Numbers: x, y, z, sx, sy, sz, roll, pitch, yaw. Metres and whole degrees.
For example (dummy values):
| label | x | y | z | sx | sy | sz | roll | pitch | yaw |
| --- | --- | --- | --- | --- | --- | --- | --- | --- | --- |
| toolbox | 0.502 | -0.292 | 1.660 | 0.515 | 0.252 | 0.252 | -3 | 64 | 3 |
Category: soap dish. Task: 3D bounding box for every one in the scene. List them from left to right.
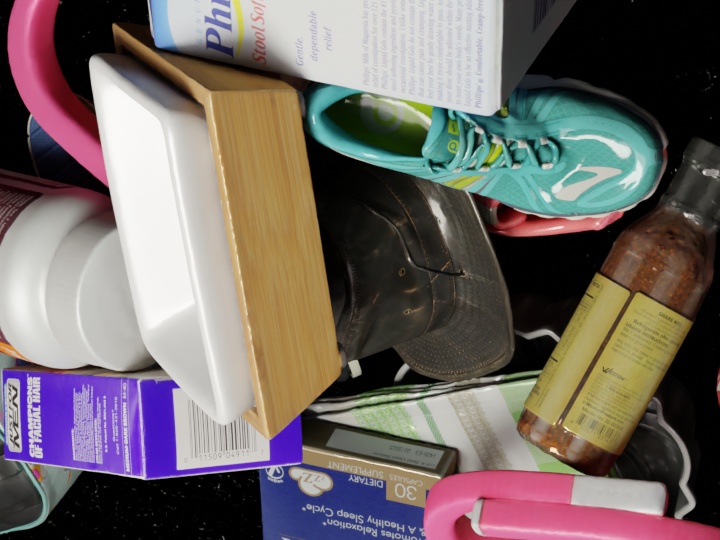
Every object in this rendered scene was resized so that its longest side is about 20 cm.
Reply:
| label | x | y | z | sx | sy | sz | roll | pitch | yaw |
| --- | --- | --- | --- | --- | --- | --- | --- | --- | --- |
| soap dish | -0.077 | -0.028 | 1.451 | 0.157 | 0.081 | 0.200 | -142 | 40 | -61 |

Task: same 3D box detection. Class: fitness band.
| label | x | y | z | sx | sy | sz | roll | pitch | yaw |
| --- | --- | --- | --- | --- | --- | --- | --- | --- | --- |
| fitness band | -0.124 | -0.117 | 1.561 | 0.200 | 0.037 | 0.144 | 41 | 115 | 20 |
| fitness band | 0.134 | 0.159 | 1.537 | 0.200 | 0.037 | 0.144 | 4 | 157 | 20 |

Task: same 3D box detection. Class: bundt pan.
| label | x | y | z | sx | sy | sz | roll | pitch | yaw |
| --- | --- | --- | --- | --- | --- | --- | --- | --- | --- |
| bundt pan | 0.121 | 0.096 | 1.648 | 0.202 | 0.076 | 0.202 | 14 | 128 | 18 |

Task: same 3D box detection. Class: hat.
| label | x | y | z | sx | sy | sz | roll | pitch | yaw |
| --- | --- | --- | --- | --- | --- | --- | --- | --- | --- |
| hat | 0.000 | 0.000 | 1.529 | 0.201 | 0.081 | 0.201 | 35 | 147 | 26 |

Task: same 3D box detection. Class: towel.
| label | x | y | z | sx | sy | sz | roll | pitch | yaw |
| --- | --- | --- | --- | --- | --- | --- | --- | --- | --- |
| towel | 0.065 | 0.127 | 1.637 | 0.200 | 0.031 | 0.149 | -10 | 121 | 30 |

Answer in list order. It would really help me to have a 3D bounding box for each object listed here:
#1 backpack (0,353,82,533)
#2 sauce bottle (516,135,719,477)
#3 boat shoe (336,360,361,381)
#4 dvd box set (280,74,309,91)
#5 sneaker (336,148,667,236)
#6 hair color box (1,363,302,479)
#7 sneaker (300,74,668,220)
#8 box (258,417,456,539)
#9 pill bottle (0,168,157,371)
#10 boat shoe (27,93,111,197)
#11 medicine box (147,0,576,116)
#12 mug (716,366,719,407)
| label | x | y | z | sx | sy | sz | roll | pitch | yaw |
| --- | --- | --- | --- | --- | --- | --- | --- | --- | --- |
| backpack | -0.263 | 0.089 | 1.780 | 0.176 | 0.153 | 0.200 | 54 | 148 | -16 |
| sauce bottle | 0.161 | 0.020 | 1.520 | 0.066 | 0.066 | 0.200 | 31 | 94 | 3 |
| boat shoe | -0.076 | -0.003 | 1.623 | 0.199 | 0.066 | 0.075 | 55 | 173 | -13 |
| dvd box set | -0.029 | -0.120 | 1.595 | 0.200 | 0.029 | 0.146 | 30 | 132 | 3 |
| sneaker | 0.069 | -0.060 | 1.514 | 0.200 | 0.087 | 0.074 | 3 | 125 | 25 |
| hair color box | -0.130 | 0.088 | 1.624 | 0.200 | 0.109 | 0.065 | -3 | 90 | 58 |
| sneaker | 0.062 | -0.067 | 1.412 | 0.200 | 0.080 | 0.078 | 10 | 103 | 10 |
| box | -0.001 | 0.185 | 1.670 | 0.121 | 0.032 | 0.200 | 10 | 129 | 16 |
| pill bottle | -0.198 | -0.001 | 1.612 | 0.200 | 0.110 | 0.110 | 14 | 132 | 44 |
| boat shoe | -0.131 | -0.035 | 1.680 | 0.072 | 0.072 | 0.200 | -25 | 106 | 44 |
| medicine box | 0.011 | -0.186 | 1.425 | 0.200 | 0.182 | 0.103 | 13 | 128 | 18 |
| mug | 0.312 | 0.044 | 1.483 | 0.177 | 0.133 | 0.200 | 38 | 135 | -1 |
